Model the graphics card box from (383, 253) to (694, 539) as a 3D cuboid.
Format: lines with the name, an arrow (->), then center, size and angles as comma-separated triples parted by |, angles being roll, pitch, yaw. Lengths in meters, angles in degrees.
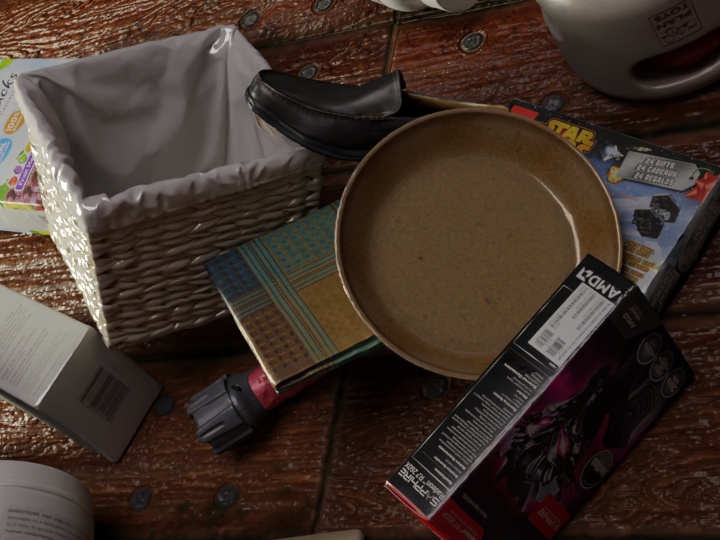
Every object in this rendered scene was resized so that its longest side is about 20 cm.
graphics card box -> 0.121, 0.101, 0.922 | 0.200, 0.126, 0.051 | -48, 46, -6

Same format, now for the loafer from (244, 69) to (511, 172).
loafer -> 0.015, -0.118, 1.046 | 0.073, 0.199, 0.072 | -92, 21, -57

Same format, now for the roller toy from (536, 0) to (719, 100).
roller toy -> 0.222, -0.236, 1.081 | 0.200, 0.140, 0.183 | 21, 72, 39

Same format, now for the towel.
towel -> 0.000, 0.000, 1.042 | 0.199, 0.022, 0.147 | -26, 47, -10

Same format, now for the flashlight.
flashlight -> -0.040, 0.071, 1.083 | 0.200, 0.068, 0.068 | -33, 50, 7

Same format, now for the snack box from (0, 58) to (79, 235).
snack box -> -0.328, -0.124, 1.393 | 0.199, 0.068, 0.169 | 4, 63, 36

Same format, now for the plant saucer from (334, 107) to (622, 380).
plant saucer -> 0.081, -0.016, 0.990 | 0.199, 0.035, 0.201 | 0, 70, -1

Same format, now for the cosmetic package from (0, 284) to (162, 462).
cosmetic package -> -0.278, 0.075, 1.197 | 0.200, 0.113, 0.081 | 18, 70, 40

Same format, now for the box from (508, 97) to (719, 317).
box -> 0.159, -0.041, 1.054 | 0.200, 0.040, 0.137 | 26, 76, 41

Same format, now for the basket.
basket -> -0.153, -0.068, 1.134 | 0.199, 0.161, 0.198 | -16, 44, -20

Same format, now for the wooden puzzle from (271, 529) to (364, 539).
wooden puzzle -> -0.089, 0.277, 0.985 | 0.185, 0.046, 0.201 | -12, 54, 25

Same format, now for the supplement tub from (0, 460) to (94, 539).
supplement tub -> -0.268, 0.258, 1.051 | 0.131, 0.132, 0.201 | -17, 51, 21

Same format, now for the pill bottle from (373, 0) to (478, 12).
pill bottle -> 0.024, -0.296, 1.263 | 0.200, 0.112, 0.112 | 29, 77, 41
